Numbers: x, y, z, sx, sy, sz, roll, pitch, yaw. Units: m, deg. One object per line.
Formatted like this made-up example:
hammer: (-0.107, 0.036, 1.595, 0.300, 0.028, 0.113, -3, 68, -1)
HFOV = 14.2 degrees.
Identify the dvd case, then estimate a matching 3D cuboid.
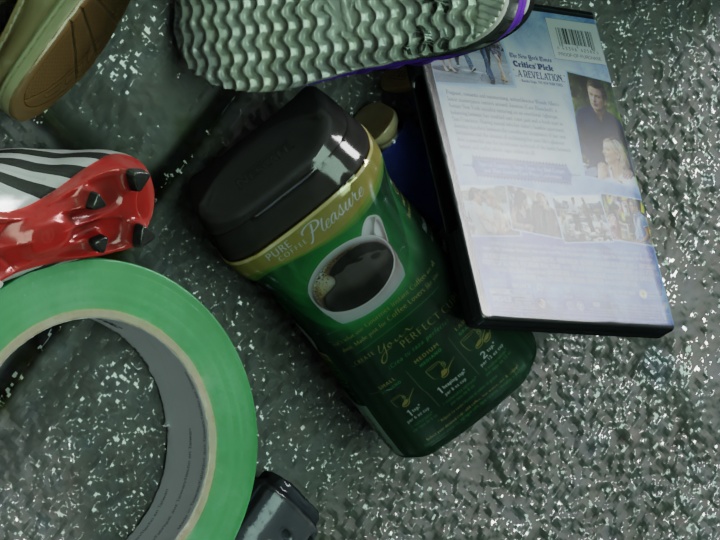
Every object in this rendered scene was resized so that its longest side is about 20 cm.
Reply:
dvd case: (0.095, -0.059, 1.594, 0.143, 0.018, 0.200, 4, 65, -37)

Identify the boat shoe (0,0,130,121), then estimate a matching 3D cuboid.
boat shoe: (-0.145, -0.168, 1.491, 0.063, 0.073, 0.200, 26, 70, 8)

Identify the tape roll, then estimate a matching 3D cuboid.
tape roll: (-0.151, 0.092, 1.505, 0.200, 0.048, 0.201, -2, 93, -32)

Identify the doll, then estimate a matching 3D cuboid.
doll: (0.087, -0.045, 1.647, 0.200, 0.048, 0.137, 40, 73, -27)

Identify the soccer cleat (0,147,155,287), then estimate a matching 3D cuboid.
soccer cleat: (-0.195, -0.025, 1.444, 0.200, 0.085, 0.069, -15, 112, -37)

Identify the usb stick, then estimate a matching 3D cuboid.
usb stick: (-0.091, 0.200, 1.556, 0.055, 0.033, 0.200, 45, 69, -30)

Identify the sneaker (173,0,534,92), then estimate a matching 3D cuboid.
sneaker: (0.002, -0.133, 1.531, 0.099, 0.200, 0.070, -9, 96, -64)

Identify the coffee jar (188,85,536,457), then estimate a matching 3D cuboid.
coffee jar: (0.000, 0.000, 1.566, 0.104, 0.085, 0.200, -38, 114, 5)
